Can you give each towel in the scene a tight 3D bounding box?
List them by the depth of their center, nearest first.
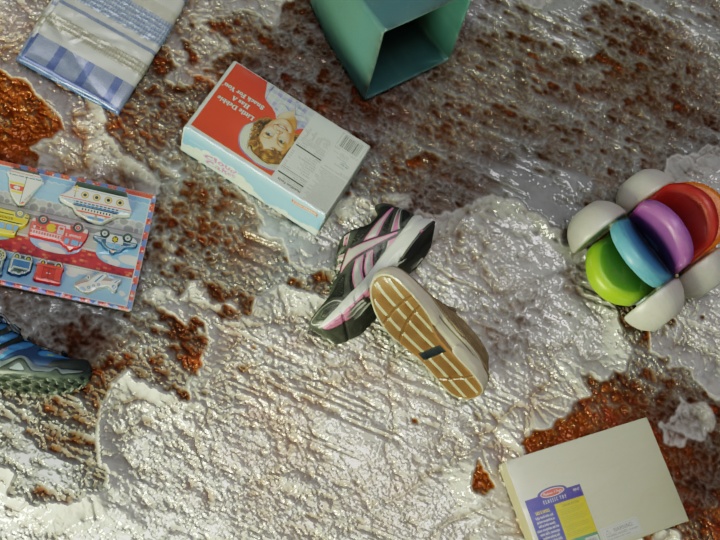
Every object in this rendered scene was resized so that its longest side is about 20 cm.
[{"bbox_3d":[-0.316,-0.302,1.564,0.146,0.024,0.201,27,67,-5],"label":"towel"}]

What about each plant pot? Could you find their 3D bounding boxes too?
[{"bbox_3d":[0.017,-0.356,1.613,0.141,0.141,0.200,-29,71,-23],"label":"plant pot"}]

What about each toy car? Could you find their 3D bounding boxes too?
[{"bbox_3d":[0.371,-0.039,1.567,0.200,0.150,0.175,-31,80,-23],"label":"toy car"}]

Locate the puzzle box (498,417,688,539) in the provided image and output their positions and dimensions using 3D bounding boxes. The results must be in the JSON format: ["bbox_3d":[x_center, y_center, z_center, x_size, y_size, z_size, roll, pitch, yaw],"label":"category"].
[{"bbox_3d":[0.274,0.262,1.492,0.199,0.025,0.134,-13,73,-19],"label":"puzzle box"}]

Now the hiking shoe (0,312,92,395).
[{"bbox_3d":[-0.386,0.081,1.365,0.199,0.074,0.087,10,68,-11],"label":"hiking shoe"}]

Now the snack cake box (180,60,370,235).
[{"bbox_3d":[-0.103,-0.148,1.534,0.200,0.067,0.115,33,66,0],"label":"snack cake box"}]

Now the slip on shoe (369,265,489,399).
[{"bbox_3d":[0.086,0.062,1.471,0.200,0.076,0.061,47,47,-20],"label":"slip on shoe"}]

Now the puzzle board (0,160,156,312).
[{"bbox_3d":[-0.347,-0.042,1.457,0.199,0.017,0.151,13,67,-10],"label":"puzzle board"}]

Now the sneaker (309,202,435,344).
[{"bbox_3d":[0.000,0.000,1.509,0.086,0.080,0.200,32,62,22],"label":"sneaker"}]
